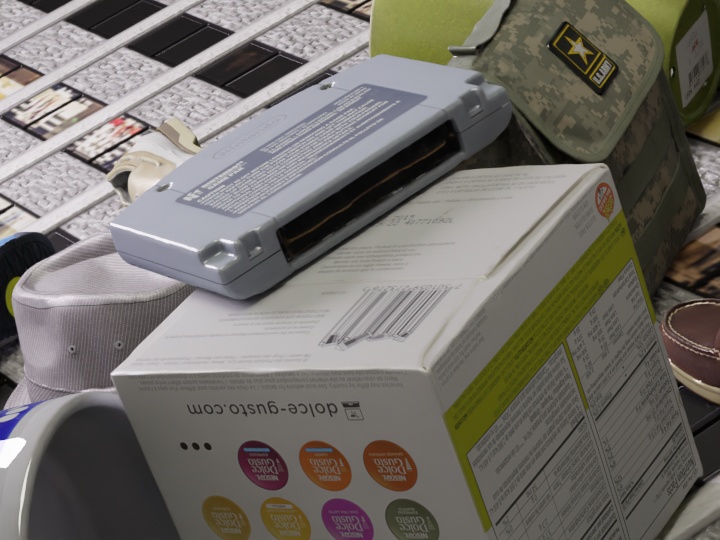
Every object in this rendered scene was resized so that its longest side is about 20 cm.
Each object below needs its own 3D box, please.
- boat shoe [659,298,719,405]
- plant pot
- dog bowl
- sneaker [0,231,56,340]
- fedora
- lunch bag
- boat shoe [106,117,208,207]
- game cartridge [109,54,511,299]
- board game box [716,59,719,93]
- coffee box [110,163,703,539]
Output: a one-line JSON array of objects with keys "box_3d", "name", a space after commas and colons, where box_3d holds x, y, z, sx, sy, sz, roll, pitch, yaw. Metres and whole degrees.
[{"box_3d": [0.236, 0.036, 1.567, 0.072, 0.072, 0.200, -33, 29, -23], "name": "boat shoe"}, {"box_3d": [0.138, -0.159, 1.916, 0.199, 0.188, 0.187, 12, 40, 29], "name": "plant pot"}, {"box_3d": [-0.151, 0.166, 1.463, 0.078, 0.201, 0.200, -11, 28, 24], "name": "dog bowl"}, {"box_3d": [-0.282, 0.036, 1.953, 0.078, 0.066, 0.200, -6, 30, 36], "name": "sneaker"}, {"box_3d": [-0.156, 0.032, 1.840, 0.199, 0.091, 0.177, -3, 31, 32], "name": "fedora"}, {"box_3d": [0.119, -0.076, 1.720, 0.117, 0.201, 0.164, -5, 30, 29], "name": "lunch bag"}, {"box_3d": [-0.123, -0.049, 1.998, 0.068, 0.075, 0.200, -32, 21, -8], "name": "boat shoe"}, {"box_3d": [-0.030, -0.053, 1.534, 0.200, 0.042, 0.133, -33, 22, -25], "name": "game cartridge"}, {"box_3d": [0.259, -0.178, 2.000, 0.135, 0.028, 0.200, -32, 29, -20], "name": "board game box"}, {"box_3d": [0.031, 0.081, 1.491, 0.199, 0.199, 0.200, -2, 30, 36], "name": "coffee box"}]
